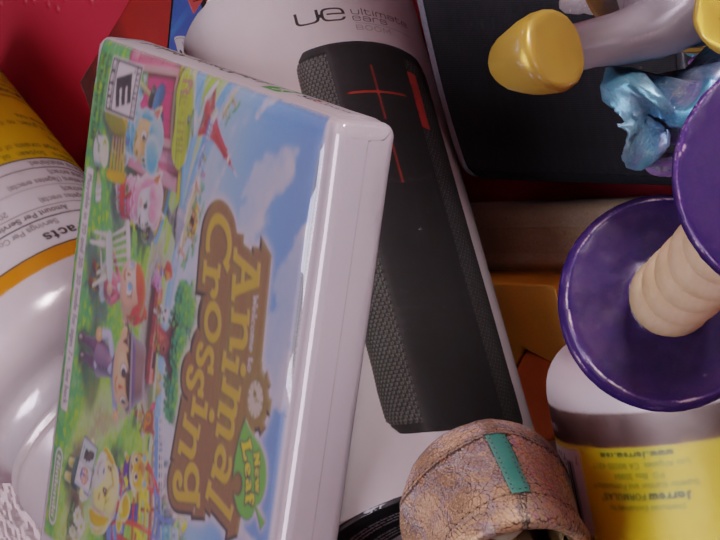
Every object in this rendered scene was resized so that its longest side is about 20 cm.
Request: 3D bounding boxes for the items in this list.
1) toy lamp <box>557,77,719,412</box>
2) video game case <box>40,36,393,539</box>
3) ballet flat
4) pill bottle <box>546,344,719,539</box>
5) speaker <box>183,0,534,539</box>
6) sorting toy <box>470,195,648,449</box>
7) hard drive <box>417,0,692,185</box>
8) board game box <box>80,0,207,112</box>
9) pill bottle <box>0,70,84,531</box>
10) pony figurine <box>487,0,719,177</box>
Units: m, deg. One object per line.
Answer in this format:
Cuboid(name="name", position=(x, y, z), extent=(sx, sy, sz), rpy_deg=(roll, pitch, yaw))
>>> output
Cuboid(name="toy lamp", position=(0.082, -0.001, 0.667), extent=(0.200, 0.058, 0.058), rpy_deg=(121, 127, -80))
Cuboid(name="video game case", position=(-0.052, 0.037, 0.887), extent=(0.182, 0.022, 0.201), rpy_deg=(24, 108, 60))
Cuboid(name="ballet flat", position=(0.045, 0.142, 0.798), extent=(0.067, 0.068, 0.201), rpy_deg=(-132, 30, -66))
Cuboid(name="pill bottle", position=(0.124, 0.110, 0.822), extent=(0.109, 0.109, 0.201), rpy_deg=(-3, 101, 50))
Cuboid(name="speaker", position=(0.000, 0.000, 0.902), extent=(0.081, 0.081, 0.201), rpy_deg=(-50, 44, 46))
Cuboid(name="sorting toy", position=(0.048, 0.069, 0.953), extent=(0.200, 0.036, 0.186), rpy_deg=(-2, 102, 50))
Cuboid(name="hard drive", position=(0.065, -0.121, 0.858), extent=(0.135, 0.042, 0.201), rpy_deg=(5, 107, 49))
Cuboid(name="board game box", position=(-0.044, -0.017, 1.014), extent=(0.103, 0.019, 0.201), rpy_deg=(-53, 52, 46))
Cuboid(name="pill bottle", position=(-0.138, 0.010, 1.090), extent=(0.200, 0.111, 0.111), rpy_deg=(49, 135, 26))
Cuboid(name="pony figurine", position=(0.119, -0.086, 0.695), extent=(0.192, 0.200, 0.167), rpy_deg=(-10, 89, 20))
